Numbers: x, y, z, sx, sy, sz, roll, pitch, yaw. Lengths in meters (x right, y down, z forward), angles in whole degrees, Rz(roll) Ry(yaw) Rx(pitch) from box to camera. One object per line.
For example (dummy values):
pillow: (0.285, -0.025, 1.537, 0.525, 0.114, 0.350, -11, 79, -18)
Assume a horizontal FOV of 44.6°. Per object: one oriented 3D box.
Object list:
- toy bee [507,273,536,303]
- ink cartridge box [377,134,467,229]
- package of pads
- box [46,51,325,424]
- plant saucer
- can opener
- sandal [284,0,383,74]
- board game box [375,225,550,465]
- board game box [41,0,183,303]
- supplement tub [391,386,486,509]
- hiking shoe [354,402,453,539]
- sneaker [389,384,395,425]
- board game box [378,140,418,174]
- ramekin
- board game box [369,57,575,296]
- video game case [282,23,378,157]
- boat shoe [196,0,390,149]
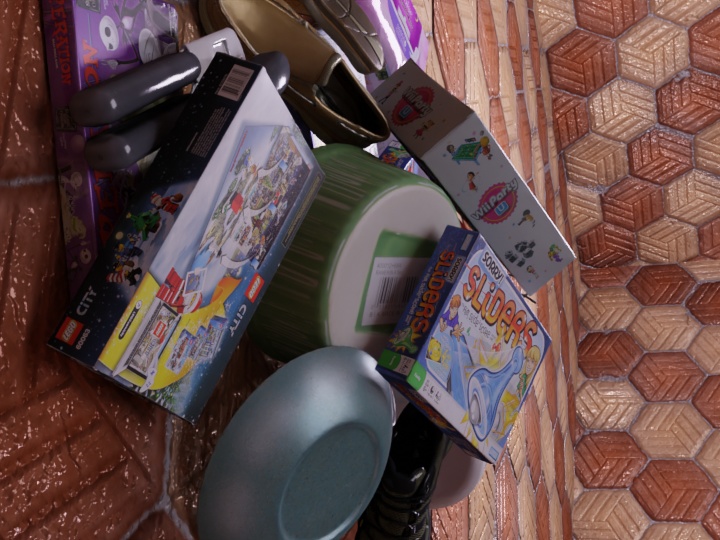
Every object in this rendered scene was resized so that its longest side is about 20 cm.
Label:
toy bee: (0.094, 0.075, 0.915, 0.131, 0.197, 0.110, -113, -150, -60)
ink cartridge box: (0.077, -0.074, 1.042, 0.201, 0.050, 0.161, 61, 6, 30)
package of pads: (0.014, -0.287, 1.003, 0.200, 0.075, 0.122, 55, 40, -52)
box: (-0.099, -0.014, 0.559, 0.202, 0.037, 0.137, -63, 158, -15)
plant saucer: (-0.034, 0.158, 0.682, 0.200, 0.038, 0.203, -25, 127, -38)
can opener: (-0.105, -0.118, 0.570, 0.200, 0.066, 0.054, -55, 137, -60)
sandal: (-0.052, -0.259, 0.806, 0.201, 0.054, 0.081, 53, 32, -14)
board game box: (0.098, 0.072, 0.770, 0.200, 0.034, 0.136, 46, 66, -48)
board game box: (-0.152, -0.083, 0.572, 0.120, 0.032, 0.203, -10, 95, -66)
supplement tub: (0.092, 0.171, 1.026, 0.200, 0.143, 0.147, -36, 120, -67)
hiking shoe: (0.031, 0.208, 0.816, 0.101, 0.075, 0.202, 42, 62, -66)
sneaker: (-0.006, 0.129, 0.828, 0.200, 0.075, 0.115, -50, 158, -58)
board game box: (0.021, -0.019, 0.932, 0.136, 0.034, 0.202, -56, 155, -56)
ramekin: (0.000, 0.000, 0.750, 0.199, 0.097, 0.203, -22, 121, -41)
board game box: (0.104, -0.088, 0.826, 0.200, 0.064, 0.148, 47, 6, -35)
video game case: (-0.035, -0.140, 0.882, 0.181, 0.045, 0.202, -53, 135, -62)
boat shoe: (-0.045, -0.174, 0.731, 0.199, 0.076, 0.072, 35, 78, -37)
